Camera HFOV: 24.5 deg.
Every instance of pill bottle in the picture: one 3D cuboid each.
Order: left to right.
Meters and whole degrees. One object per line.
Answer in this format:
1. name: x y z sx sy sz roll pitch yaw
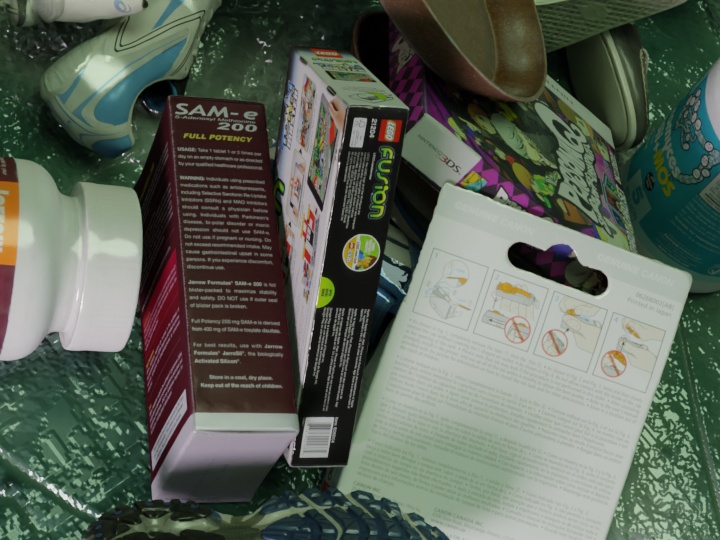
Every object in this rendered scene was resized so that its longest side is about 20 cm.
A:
1. pill bottle: -0.222 -0.009 0.881 0.198 0.110 0.110 5 61 -19
2. pill bottle: 0.248 -0.076 1.049 0.110 0.200 0.112 10 59 -17

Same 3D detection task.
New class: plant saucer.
1. plant saucer: 0.043 -0.182 0.952 0.200 0.034 0.201 42 34 -38
2. plant saucer: 0.058 -0.074 1.030 0.200 0.037 0.201 37 27 -22

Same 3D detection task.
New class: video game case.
1. video game case: 0.092 -0.080 1.008 0.181 0.036 0.201 37 27 -21

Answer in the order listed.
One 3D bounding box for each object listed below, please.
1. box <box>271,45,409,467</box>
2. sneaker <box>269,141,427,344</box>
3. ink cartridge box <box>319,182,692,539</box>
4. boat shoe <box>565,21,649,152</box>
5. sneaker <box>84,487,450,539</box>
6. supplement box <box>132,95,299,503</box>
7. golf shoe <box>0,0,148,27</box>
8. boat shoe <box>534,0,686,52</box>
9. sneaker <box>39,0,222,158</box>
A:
1. box: -0.022 -0.009 0.892 0.034 0.202 0.110 2 22 -19
2. sneaker: 0.000 0.000 0.990 0.082 0.074 0.201 -25 68 -26
3. ink cartridge box: 0.080 0.071 0.940 0.161 0.050 0.201 19 87 -11
4. boat shoe: 0.168 -0.175 1.153 0.057 0.067 0.201 -10 64 -21
5. sneaker: -0.045 0.168 0.873 0.198 0.086 0.077 1 18 -7
6. supplement box: -0.084 0.017 0.922 0.060 0.109 0.201 2 63 -19
7. golf shoe: -0.158 -0.215 1.019 0.096 0.079 0.201 7 48 -3
8. boat shoe: 0.125 -0.189 1.093 0.199 0.075 0.063 -15 62 20
9. sneaker: -0.124 -0.146 1.027 0.073 0.072 0.200 51 49 -21
